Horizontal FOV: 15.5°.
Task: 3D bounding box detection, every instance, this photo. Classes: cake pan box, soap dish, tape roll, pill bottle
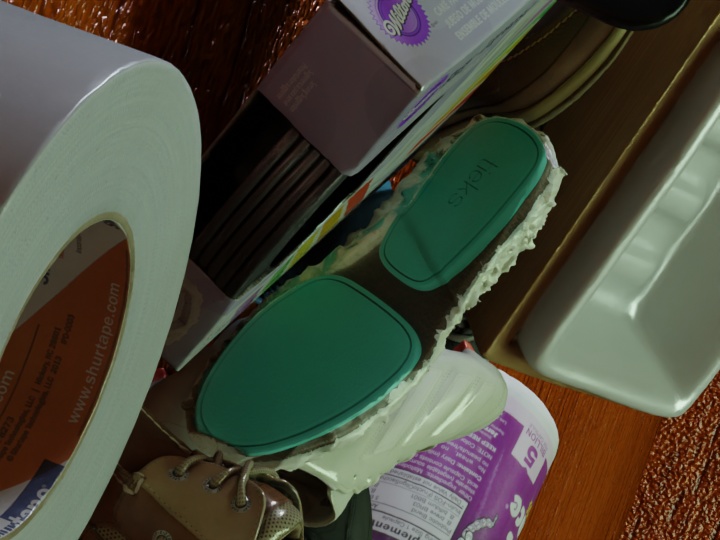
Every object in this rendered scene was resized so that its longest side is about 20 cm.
[{"bbox_3d":[0.003,-0.067,0.994,0.184,0.052,0.200,-49,176,40],"label":"cake pan box"},{"bbox_3d":[0.143,-0.035,1.229,0.157,0.081,0.200,20,108,-51],"label":"soap dish"},{"bbox_3d":[-0.119,0.021,0.784,0.200,0.066,0.200,22,90,-77],"label":"tape roll"},{"bbox_3d":[0.027,0.154,1.493,0.112,0.112,0.200,90,24,-58],"label":"pill bottle"}]

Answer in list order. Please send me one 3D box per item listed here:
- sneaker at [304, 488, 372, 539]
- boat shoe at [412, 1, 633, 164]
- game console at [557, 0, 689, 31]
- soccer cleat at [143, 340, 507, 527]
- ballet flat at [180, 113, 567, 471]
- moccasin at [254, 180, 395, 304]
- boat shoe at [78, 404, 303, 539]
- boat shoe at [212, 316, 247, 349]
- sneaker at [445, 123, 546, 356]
[{"bbox_3d":[-0.050,0.155,1.260,0.079,0.075,0.200,85,28,-58],"label":"sneaker"},{"bbox_3d":[0.053,-0.101,1.117,0.200,0.068,0.072,-27,-143,56],"label":"boat shoe"},{"bbox_3d":[0.067,-0.210,0.885,0.200,0.119,0.172,-57,131,-21],"label":"game console"},{"bbox_3d":[-0.010,0.072,1.119,0.200,0.078,0.069,1,150,-44],"label":"soccer cleat"},{"bbox_3d":[0.011,0.019,1.066,0.200,0.072,0.072,-42,157,-21],"label":"ballet flat"},{"bbox_3d":[0.000,0.000,1.173,0.200,0.080,0.068,-9,80,-74],"label":"moccasin"},{"bbox_3d":[-0.051,0.093,0.902,0.072,0.200,0.076,-38,178,22],"label":"boat shoe"},{"bbox_3d":[-0.029,0.062,1.208,0.200,0.070,0.071,-30,139,-71],"label":"boat shoe"},{"bbox_3d":[0.042,-0.014,1.280,0.115,0.075,0.200,-63,168,-83],"label":"sneaker"}]
